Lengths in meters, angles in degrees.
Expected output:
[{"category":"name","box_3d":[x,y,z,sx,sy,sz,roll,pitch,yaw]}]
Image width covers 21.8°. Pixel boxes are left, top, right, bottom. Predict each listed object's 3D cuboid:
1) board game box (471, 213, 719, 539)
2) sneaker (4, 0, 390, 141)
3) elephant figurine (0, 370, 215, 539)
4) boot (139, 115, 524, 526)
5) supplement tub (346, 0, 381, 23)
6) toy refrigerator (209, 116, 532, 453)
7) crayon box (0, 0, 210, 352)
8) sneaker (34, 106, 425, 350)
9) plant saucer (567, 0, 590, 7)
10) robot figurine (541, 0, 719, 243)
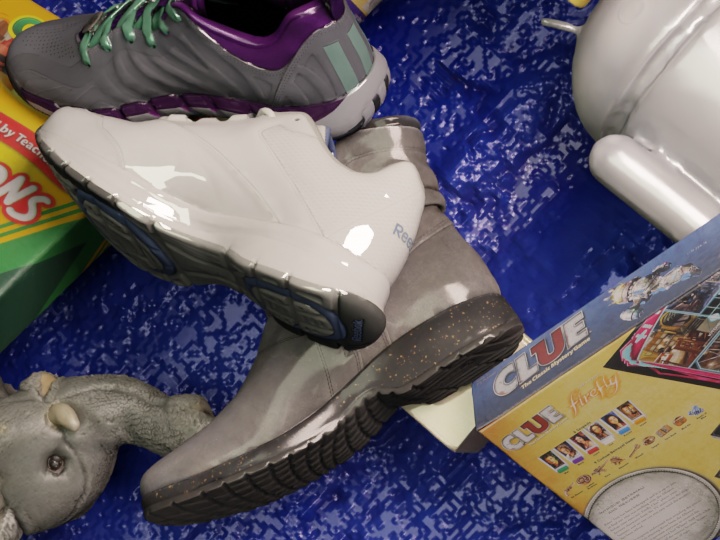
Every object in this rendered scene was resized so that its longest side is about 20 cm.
[{"category":"board game box","box_3d":[0.169,0.046,0.842,0.200,0.035,0.135,-36,121,24]},{"category":"sneaker","box_3d":[-0.086,-0.116,0.874,0.200,0.088,0.074,5,53,22]},{"category":"elephant figurine","box_3d":[-0.190,0.088,0.939,0.200,0.155,0.142,41,55,10]},{"category":"boot","box_3d":[-0.034,0.024,0.876,0.200,0.070,0.132,-30,72,1]},{"category":"supplement tub","box_3d":[0.000,-0.226,0.921,0.200,0.145,0.145,-46,77,5]},{"category":"toy refrigerator","box_3d":[0.000,0.000,0.934,0.200,0.076,0.070,40,94,14]},{"category":"crayon box","box_3d":[-0.171,-0.061,0.937,0.127,0.051,0.200,31,52,13]},{"category":"sneaker","box_3d":[-0.058,-0.035,0.844,0.200,0.075,0.087,23,70,23]},{"category":"plant saucer","box_3d":[0.112,-0.247,0.843,0.048,0.200,0.200,-15,110,41]},{"category":"robot figurine","box_3d":[0.180,-0.074,0.880,0.200,0.113,0.170,43,56,13]}]
